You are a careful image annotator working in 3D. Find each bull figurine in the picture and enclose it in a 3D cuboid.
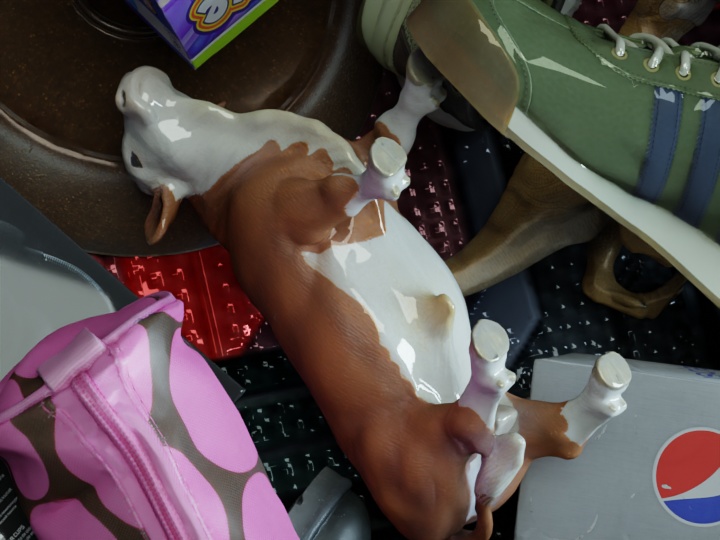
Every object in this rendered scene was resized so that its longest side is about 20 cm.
[{"bbox_3d":[0.000,0.000,0.800,0.065,0.121,0.200,-35,91,-39],"label":"bull figurine"}]

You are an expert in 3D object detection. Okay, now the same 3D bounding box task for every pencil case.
[{"bbox_3d":[-0.044,0.105,0.724,0.091,0.094,0.200,-30,89,5],"label":"pencil case"}]

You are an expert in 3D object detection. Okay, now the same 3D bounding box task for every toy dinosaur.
[{"bbox_3d":[0.076,-0.025,0.886,0.106,0.060,0.200,41,79,7],"label":"toy dinosaur"}]

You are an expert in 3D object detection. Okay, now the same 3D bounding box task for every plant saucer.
[{"bbox_3d":[-0.084,-0.105,0.881,0.200,0.034,0.201,3,75,-12],"label":"plant saucer"}]

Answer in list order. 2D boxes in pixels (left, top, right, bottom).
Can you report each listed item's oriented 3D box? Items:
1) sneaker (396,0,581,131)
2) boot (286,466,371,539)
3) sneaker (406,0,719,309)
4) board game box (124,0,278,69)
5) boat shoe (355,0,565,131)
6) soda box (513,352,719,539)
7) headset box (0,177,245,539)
[{"bbox_3d":[0.068,-0.148,0.887,0.075,0.100,0.200,26,77,-13],"label":"sneaker"},{"bbox_3d":[0.025,0.185,0.804,0.200,0.066,0.165,32,79,1],"label":"boot"},{"bbox_3d":[0.115,-0.052,0.782,0.200,0.067,0.090,37,108,-22],"label":"sneaker"},{"bbox_3d":[-0.010,-0.175,0.762,0.200,0.135,0.045,-41,58,-7],"label":"board game box"},{"bbox_3d":[0.065,-0.130,0.790,0.066,0.201,0.072,45,42,17],"label":"boat shoe"},{"bbox_3d":[0.157,0.074,0.817,0.200,0.063,0.068,7,92,17],"label":"soda box"},{"bbox_3d":[-0.164,0.035,0.800,0.200,0.077,0.149,40,70,2],"label":"headset box"}]
